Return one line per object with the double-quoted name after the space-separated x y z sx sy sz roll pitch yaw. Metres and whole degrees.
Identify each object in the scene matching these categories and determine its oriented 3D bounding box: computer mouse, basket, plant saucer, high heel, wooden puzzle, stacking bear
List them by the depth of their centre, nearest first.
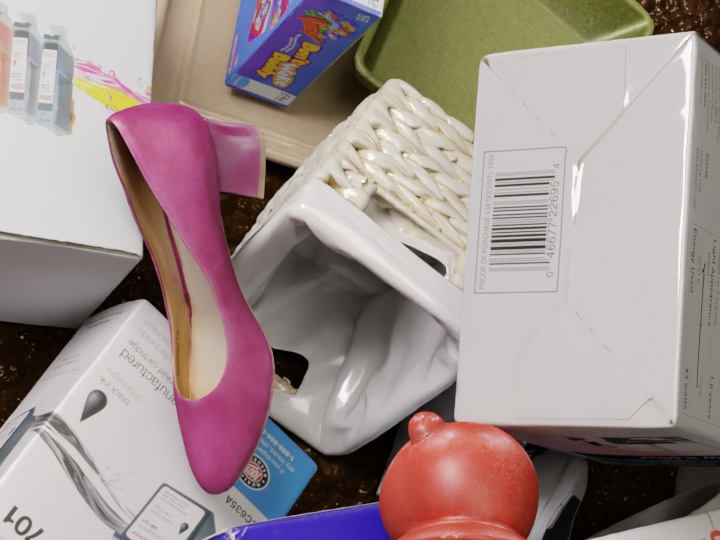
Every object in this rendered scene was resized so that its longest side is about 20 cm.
0.047 0.166 0.851 0.121 0.114 0.201 20 53 -26 "stacking bear"
-0.095 0.016 0.929 0.095 0.067 0.202 2 96 -44 "high heel"
0.000 0.000 1.046 0.135 0.200 0.124 36 55 -8 "basket"
0.099 0.127 1.068 0.044 0.109 0.201 64 33 -30 "computer mouse"
-0.043 -0.151 1.173 0.199 0.037 0.187 20 64 -22 "wooden puzzle"
0.089 -0.145 1.201 0.199 0.048 0.201 36 57 -22 "plant saucer"

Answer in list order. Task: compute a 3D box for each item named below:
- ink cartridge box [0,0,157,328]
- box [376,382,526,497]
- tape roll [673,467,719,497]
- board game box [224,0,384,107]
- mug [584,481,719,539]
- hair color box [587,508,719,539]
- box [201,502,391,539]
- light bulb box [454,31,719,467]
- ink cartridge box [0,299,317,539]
-0.202 -0.086 1.012 0.143 0.145 0.202 9 69 -21 "ink cartridge box"
0.080 0.039 1.094 0.036 0.144 0.201 25 64 -13 "box"
0.321 0.157 1.163 0.201 0.139 0.205 8 68 -21 "tape roll"
-0.022 -0.219 1.107 0.044 0.134 0.202 19 65 -21 "board game box"
0.172 0.249 1.073 0.199 0.148 0.176 -27 85 0 "mug"
0.175 0.188 0.949 0.199 0.064 0.112 -7 72 -32 "hair color box"
0.004 0.228 0.925 0.183 0.105 0.202 -3 69 -37 "box"
0.155 0.000 0.970 0.200 0.124 0.200 22 71 -57 "light bulb box"
-0.140 0.141 0.983 0.146 0.086 0.201 45 59 -16 "ink cartridge box"
